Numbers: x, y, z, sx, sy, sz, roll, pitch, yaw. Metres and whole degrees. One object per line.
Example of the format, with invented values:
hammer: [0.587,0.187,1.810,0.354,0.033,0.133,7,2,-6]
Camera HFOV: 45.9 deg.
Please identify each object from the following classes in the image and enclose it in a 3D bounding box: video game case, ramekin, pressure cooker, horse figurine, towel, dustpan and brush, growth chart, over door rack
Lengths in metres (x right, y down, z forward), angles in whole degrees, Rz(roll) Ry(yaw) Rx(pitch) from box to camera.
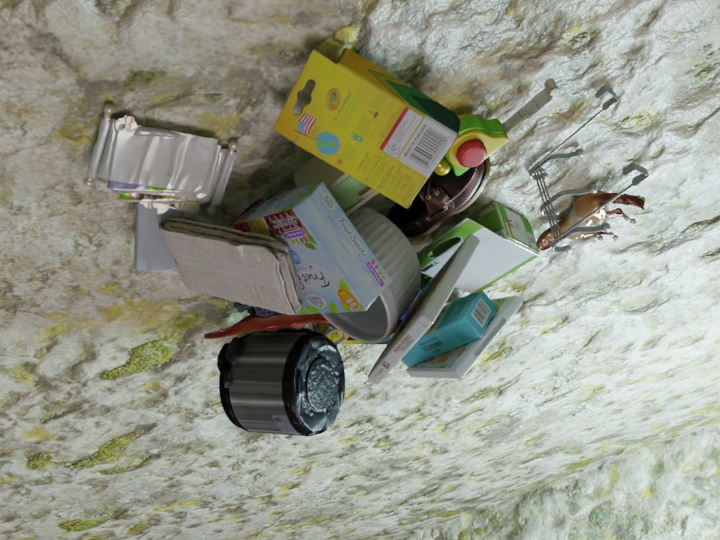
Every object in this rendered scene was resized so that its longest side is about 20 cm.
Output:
video game case: [0.095,0.058,1.277,0.023,0.201,0.182,35,136,0]
ramekin: [0.000,0.000,1.276,0.105,0.199,0.201,-42,163,-28]
pressure cooker: [-0.147,0.190,1.450,0.197,0.179,0.178,-4,-177,31]
horse figurine: [0.389,-0.086,1.421,0.130,0.051,0.200,8,153,-15]
towel: [-0.177,-0.003,1.170,0.197,0.035,0.134,11,140,21]
dustpan and brush: [-0.224,-0.061,1.231,0.197,0.058,0.141,3,135,-14]
video game case: [0.183,0.121,1.535,0.182,0.023,0.200,-47,-169,-20]
growth chart: [-0.255,-0.132,1.095,0.198,0.018,0.145,9,131,-35]
over door rack: [0.331,-0.137,1.220,0.066,0.150,0.200,5,146,-25]

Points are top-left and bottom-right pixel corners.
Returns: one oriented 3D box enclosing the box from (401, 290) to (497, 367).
box: [0.150,0.105,1.528,0.049,0.083,0.199,47,138,-11]

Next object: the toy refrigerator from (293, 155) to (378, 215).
toy refrigerator: [0.006,-0.147,1.151,0.199,0.071,0.075,-34,144,31]

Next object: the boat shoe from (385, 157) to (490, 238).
boat shoe: [0.110,-0.109,1.254,0.070,0.071,0.200,4,146,-35]

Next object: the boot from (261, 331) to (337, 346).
boot: [-0.151,0.176,1.643,0.197,0.078,0.156,-8,154,-25]

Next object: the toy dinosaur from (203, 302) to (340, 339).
toy dinosaur: [-0.122,0.086,1.403,0.180,0.201,0.105,21,154,36]

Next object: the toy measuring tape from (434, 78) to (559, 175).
toy measuring tape: [0.171,-0.198,1.142,0.199,0.074,0.073,-38,143,23]

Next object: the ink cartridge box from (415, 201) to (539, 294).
ink cartridge box: [0.174,-0.047,1.383,0.147,0.077,0.199,-34,143,32]

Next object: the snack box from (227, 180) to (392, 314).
snack box: [-0.073,-0.024,1.165,0.170,0.068,0.199,55,152,-18]

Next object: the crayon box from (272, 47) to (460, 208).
crayon box: [0.007,-0.180,1.040,0.198,0.051,0.127,29,127,-10]

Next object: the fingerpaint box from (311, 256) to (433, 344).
fingerpaint box: [0.024,0.055,1.493,0.165,0.074,0.200,3,146,-28]
